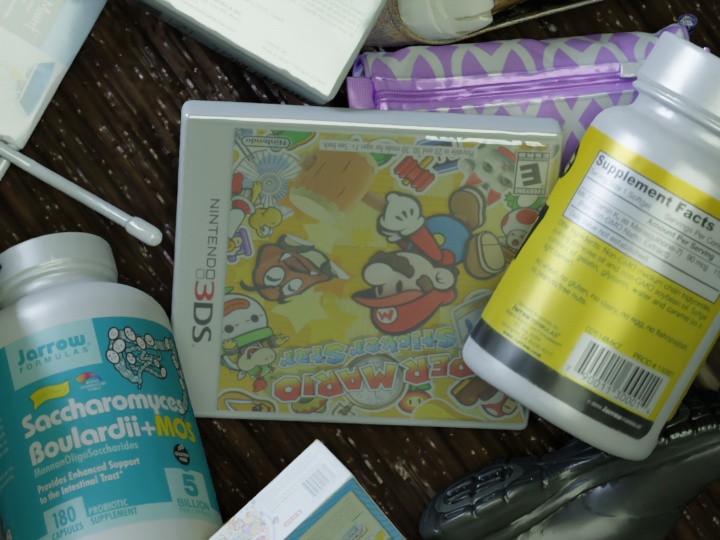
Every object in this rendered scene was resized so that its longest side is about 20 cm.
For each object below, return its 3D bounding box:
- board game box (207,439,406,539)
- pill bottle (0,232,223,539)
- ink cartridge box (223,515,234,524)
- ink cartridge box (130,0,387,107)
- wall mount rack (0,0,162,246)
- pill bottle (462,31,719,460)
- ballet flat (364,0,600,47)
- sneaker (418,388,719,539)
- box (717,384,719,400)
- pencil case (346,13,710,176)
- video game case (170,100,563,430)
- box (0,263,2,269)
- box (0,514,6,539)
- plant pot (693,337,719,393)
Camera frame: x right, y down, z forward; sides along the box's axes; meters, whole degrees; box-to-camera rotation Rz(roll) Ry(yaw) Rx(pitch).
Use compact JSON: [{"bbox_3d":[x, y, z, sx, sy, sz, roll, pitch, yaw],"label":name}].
[{"bbox_3d":[-0.059,0.194,1.350,0.200,0.134,0.034,-42,49,-5],"label":"board game box"},{"bbox_3d":[-0.141,0.083,1.387,0.111,0.111,0.200,-15,67,-5],"label":"pill bottle"},{"bbox_3d":[-0.098,0.223,1.430,0.200,0.050,0.109,-36,91,-6],"label":"ink cartridge box"},{"bbox_3d":[-0.040,-0.210,1.393,0.162,0.050,0.200,30,82,-9],"label":"ink cartridge box"},{"bbox_3d":[-0.158,-0.110,1.427,0.174,0.075,0.200,30,87,-13],"label":"wall mount rack"},{"bbox_3d":[0.147,-0.013,1.368,0.114,0.114,0.200,30,95,-3],"label":"pill bottle"},{"bbox_3d":[0.078,-0.162,1.446,0.200,0.067,0.068,-17,112,-5],"label":"ballet flat"},{"bbox_3d":[0.136,0.129,1.448,0.200,0.076,0.091,-23,104,8],"label":"sneaker"},{"bbox_3d":[0.278,-0.007,1.352,0.122,0.106,0.200,20,86,-5],"label":"box"},{"bbox_3d":[0.091,-0.087,1.441,0.200,0.086,0.084,-7,82,-4],"label":"pencil case"},{"bbox_3d":[0.000,0.000,1.420,0.200,0.023,0.182,2,117,-5],"label":"video game case"},{"bbox_3d":[-0.315,0.023,1.352,0.200,0.124,0.149,20,87,19],"label":"box"},{"bbox_3d":[-0.255,0.222,1.401,0.200,0.041,0.156,-23,90,7],"label":"box"},{"bbox_3d":[0.270,0.004,1.451,0.201,0.093,0.201,0,88,-6],"label":"plant pot"}]
